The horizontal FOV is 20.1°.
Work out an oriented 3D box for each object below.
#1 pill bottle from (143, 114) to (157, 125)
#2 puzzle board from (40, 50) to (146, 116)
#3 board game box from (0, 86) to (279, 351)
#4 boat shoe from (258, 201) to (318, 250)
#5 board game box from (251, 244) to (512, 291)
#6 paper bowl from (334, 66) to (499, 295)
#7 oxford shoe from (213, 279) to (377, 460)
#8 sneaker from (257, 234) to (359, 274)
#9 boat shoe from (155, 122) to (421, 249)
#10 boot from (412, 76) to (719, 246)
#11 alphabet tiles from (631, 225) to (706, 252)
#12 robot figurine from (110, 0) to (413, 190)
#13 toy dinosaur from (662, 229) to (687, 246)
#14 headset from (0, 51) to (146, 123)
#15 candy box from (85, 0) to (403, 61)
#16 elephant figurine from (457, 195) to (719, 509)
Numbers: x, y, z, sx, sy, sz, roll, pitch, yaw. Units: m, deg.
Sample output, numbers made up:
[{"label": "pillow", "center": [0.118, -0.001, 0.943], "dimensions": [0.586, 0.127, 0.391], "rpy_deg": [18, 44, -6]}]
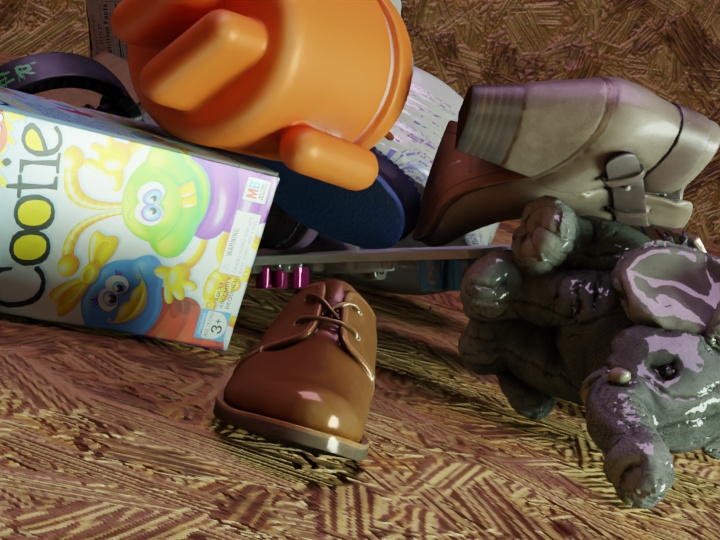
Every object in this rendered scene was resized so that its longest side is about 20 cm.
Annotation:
[{"label": "pill bottle", "center": [-0.164, -0.090, 1.503], "dimensions": [0.114, 0.114, 0.200], "rpy_deg": [14, 7, -22]}, {"label": "puzzle board", "center": [-0.211, -0.092, 1.393], "dimensions": [0.017, 0.151, 0.200], "rpy_deg": [55, -9, -20]}, {"label": "board game box", "center": [-0.162, -0.033, 1.060], "dimensions": [0.200, 0.103, 0.105], "rpy_deg": [12, 8, -38]}, {"label": "boat shoe", "center": [-0.122, -0.045, 1.320], "dimensions": [0.201, 0.072, 0.060], "rpy_deg": [4, 3, 32]}, {"label": "board game box", "center": [0.000, 0.000, 1.273], "dimensions": [0.199, 0.026, 0.200], "rpy_deg": [-2, 1, 16]}, {"label": "paper bowl", "center": [0.012, -0.078, 1.493], "dimensions": [0.200, 0.105, 0.201], "rpy_deg": [17, -30, 10]}, {"label": "oxford shoe", "center": [-0.024, 0.041, 0.933], "dimensions": [0.071, 0.071, 0.200], "rpy_deg": [17, 8, -3]}, {"label": "sneaker", "center": [-0.032, -0.045, 1.406], "dimensions": [0.073, 0.071, 0.200], "rpy_deg": [4, -14, -8]}, {"label": "boat shoe", "center": [-0.038, -0.088, 1.239], "dimensions": [0.200, 0.084, 0.069], "rpy_deg": [37, 40, 19]}, {"label": "boot", "center": [0.118, -0.051, 1.177], "dimensions": [0.146, 0.070, 0.200], "rpy_deg": [11, -20, -6]}, {"label": "alphabet tiles", "center": [0.231, 0.025, 1.490], "dimensions": [0.167, 0.008, 0.200], "rpy_deg": [60, -11, -21]}, {"label": "robot figurine", "center": [-0.047, -0.120, 1.110], "dimensions": [0.144, 0.117, 0.200], "rpy_deg": [23, 7, 32]}, {"label": "toy dinosaur", "center": [0.227, 0.031, 1.374], "dimensions": [0.200, 0.047, 0.088], "rpy_deg": [48, -13, 43]}, {"label": "headset", "center": [-0.180, -0.060, 1.210], "dimensions": [0.094, 0.123, 0.200], "rpy_deg": [54, -1, 37]}, {"label": "candy box", "center": [-0.086, -0.183, 1.492], "dimensions": [0.200, 0.061, 0.136], "rpy_deg": [5, 13, 42]}, {"label": "elephant figurine", "center": [0.156, 0.054, 1.096], "dimensions": [0.200, 0.155, 0.142], "rpy_deg": [34, -11, 46]}]
